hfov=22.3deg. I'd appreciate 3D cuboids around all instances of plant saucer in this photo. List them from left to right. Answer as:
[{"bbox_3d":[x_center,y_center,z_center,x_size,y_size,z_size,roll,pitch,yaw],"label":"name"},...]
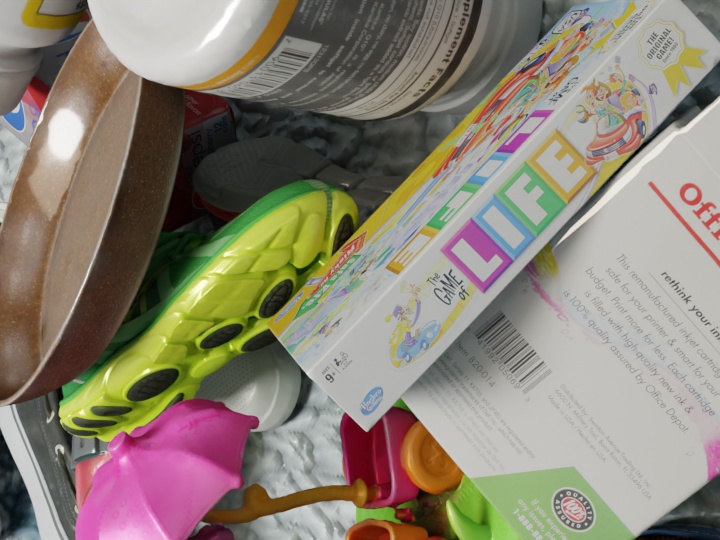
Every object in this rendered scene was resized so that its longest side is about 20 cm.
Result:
[{"bbox_3d":[-0.128,-0.029,0.855,0.200,0.034,0.201,-46,34,44],"label":"plant saucer"}]

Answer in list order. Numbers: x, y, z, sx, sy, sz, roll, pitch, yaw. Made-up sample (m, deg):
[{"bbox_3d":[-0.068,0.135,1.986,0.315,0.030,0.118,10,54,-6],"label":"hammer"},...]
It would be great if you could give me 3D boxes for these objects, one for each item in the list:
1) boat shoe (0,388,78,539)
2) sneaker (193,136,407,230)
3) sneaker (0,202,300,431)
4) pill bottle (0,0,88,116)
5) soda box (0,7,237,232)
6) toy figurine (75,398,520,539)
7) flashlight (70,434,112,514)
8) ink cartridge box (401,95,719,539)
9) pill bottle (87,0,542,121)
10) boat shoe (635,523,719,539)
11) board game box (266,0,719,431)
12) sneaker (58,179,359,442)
[{"bbox_3d":[-0.143,0.120,1.008,0.057,0.068,0.200,-54,54,27],"label":"boat shoe"},{"bbox_3d":[0.000,0.000,0.896,0.200,0.077,0.082,30,135,40],"label":"sneaker"},{"bbox_3d":[-0.131,0.025,0.969,0.200,0.115,0.074,33,108,36],"label":"sneaker"},{"bbox_3d":[-0.174,-0.184,0.908,0.114,0.114,0.200,48,119,33],"label":"pill bottle"},{"bbox_3d":[-0.151,-0.097,1.008,0.200,0.070,0.064,37,143,37],"label":"soda box"},{"bbox_3d":[-0.035,0.130,0.804,0.150,0.184,0.201,-17,72,57],"label":"toy figurine"},{"bbox_3d":[-0.113,0.166,0.921,0.068,0.068,0.201,-9,67,11],"label":"flashlight"},{"bbox_3d":[0.123,0.017,0.729,0.200,0.067,0.117,-41,88,21],"label":"ink cartridge box"},{"bbox_3d":[-0.014,-0.127,0.807,0.116,0.200,0.117,-3,85,40],"label":"pill bottle"},{"bbox_3d":[0.135,0.139,0.748,0.200,0.072,0.073,-19,77,41],"label":"boat shoe"},{"bbox_3d":[0.049,-0.029,0.751,0.200,0.034,0.134,-46,11,-3],"label":"board game box"},{"bbox_3d":[-0.084,0.008,0.858,0.200,0.074,0.084,-36,59,34],"label":"sneaker"}]
